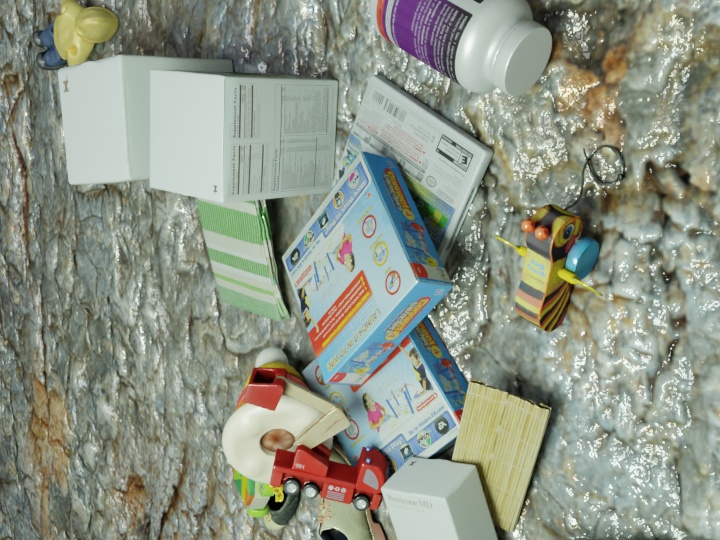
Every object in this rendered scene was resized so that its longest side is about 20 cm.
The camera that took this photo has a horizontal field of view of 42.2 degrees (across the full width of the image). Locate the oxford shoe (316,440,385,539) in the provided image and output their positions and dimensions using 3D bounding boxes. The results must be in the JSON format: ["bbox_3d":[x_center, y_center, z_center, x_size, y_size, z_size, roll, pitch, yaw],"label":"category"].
[{"bbox_3d":[-0.030,0.322,1.271,0.071,0.073,0.202,-46,63,39],"label":"oxford shoe"}]

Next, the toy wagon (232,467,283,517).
[{"bbox_3d":[-0.151,0.273,1.346,0.200,0.039,0.158,-145,57,-68],"label":"toy wagon"}]

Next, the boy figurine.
[{"bbox_3d":[-0.484,-0.405,1.578,0.198,0.064,0.127,-12,89,42],"label":"boy figurine"}]

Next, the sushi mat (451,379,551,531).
[{"bbox_3d":[0.154,0.217,1.079,0.094,0.012,0.203,21,126,18],"label":"sushi mat"}]

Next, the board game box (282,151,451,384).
[{"bbox_3d":[0.000,0.000,1.128,0.200,0.055,0.198,-49,49,35],"label":"board game box"}]

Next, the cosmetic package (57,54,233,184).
[{"bbox_3d":[-0.304,-0.216,1.350,0.166,0.198,0.169,2,99,43],"label":"cosmetic package"}]

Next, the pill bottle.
[{"bbox_3d":[0.109,-0.270,1.020,0.199,0.112,0.114,40,121,31],"label":"pill bottle"}]

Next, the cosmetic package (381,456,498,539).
[{"bbox_3d":[0.107,0.330,1.113,0.100,0.071,0.203,-3,112,43],"label":"cosmetic package"}]

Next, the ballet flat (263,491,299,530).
[{"bbox_3d":[-0.117,0.299,1.359,0.066,0.056,0.203,35,123,34],"label":"ballet flat"}]

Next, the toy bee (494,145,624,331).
[{"bbox_3d":[0.195,-0.028,0.985,0.130,0.108,0.204,7,102,43],"label":"toy bee"}]

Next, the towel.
[{"bbox_3d":[-0.172,-0.030,1.342,0.151,0.023,0.203,16,127,41],"label":"towel"}]

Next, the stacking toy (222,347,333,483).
[{"bbox_3d":[-0.114,0.175,1.275,0.201,0.144,0.148,-99,29,-57],"label":"stacking toy"}]

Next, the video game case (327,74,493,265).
[{"bbox_3d":[0.054,-0.115,1.158,0.199,0.022,0.184,39,121,30],"label":"video game case"}]

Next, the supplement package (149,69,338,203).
[{"bbox_3d":[-0.151,-0.179,1.215,0.150,0.198,0.153,14,107,39],"label":"supplement package"}]

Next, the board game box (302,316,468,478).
[{"bbox_3d":[0.038,0.159,1.195,0.200,0.055,0.198,-45,67,38],"label":"board game box"}]

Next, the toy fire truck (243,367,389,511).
[{"bbox_3d":[-0.053,0.207,1.145,0.197,0.049,0.143,14,108,-3],"label":"toy fire truck"}]
